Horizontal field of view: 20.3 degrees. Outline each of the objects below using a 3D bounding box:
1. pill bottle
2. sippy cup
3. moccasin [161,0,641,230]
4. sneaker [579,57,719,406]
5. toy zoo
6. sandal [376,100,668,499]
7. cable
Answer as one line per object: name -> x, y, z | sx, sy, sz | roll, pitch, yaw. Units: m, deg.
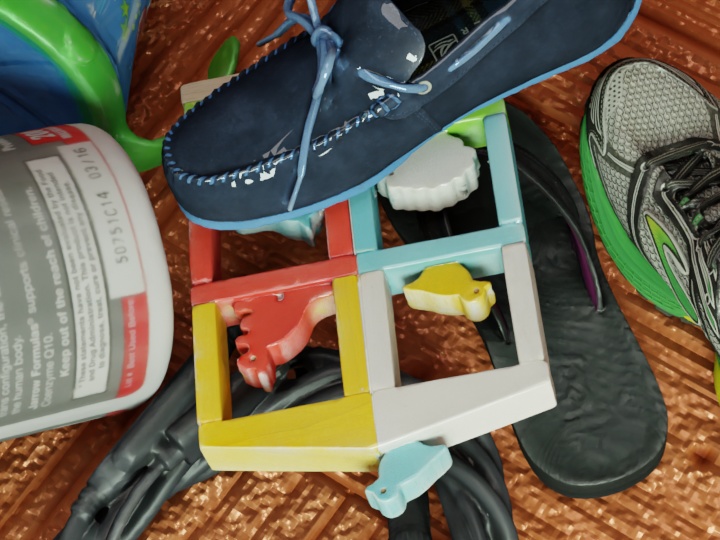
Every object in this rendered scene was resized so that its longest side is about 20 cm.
pill bottle -> -0.180, 0.017, 0.738 | 0.199, 0.114, 0.114 | -13, 57, -29
sippy cup -> -0.143, -0.125, 0.841 | 0.139, 0.178, 0.131 | -1, 52, 34
moccasin -> 0.009, -0.090, 0.760 | 0.199, 0.068, 0.081 | -31, 55, -8
sneaker -> 0.148, -0.010, 0.765 | 0.078, 0.085, 0.201 | -26, 60, -7
toy zoo -> 0.000, 0.000, 0.759 | 0.130, 0.020, 0.201 | -10, 56, 7
sandal -> 0.064, -0.006, 0.795 | 0.075, 0.048, 0.201 | -25, 61, -7
cable -> -0.037, 0.119, 0.744 | 0.163, 0.051, 0.200 | 31, 65, 17
